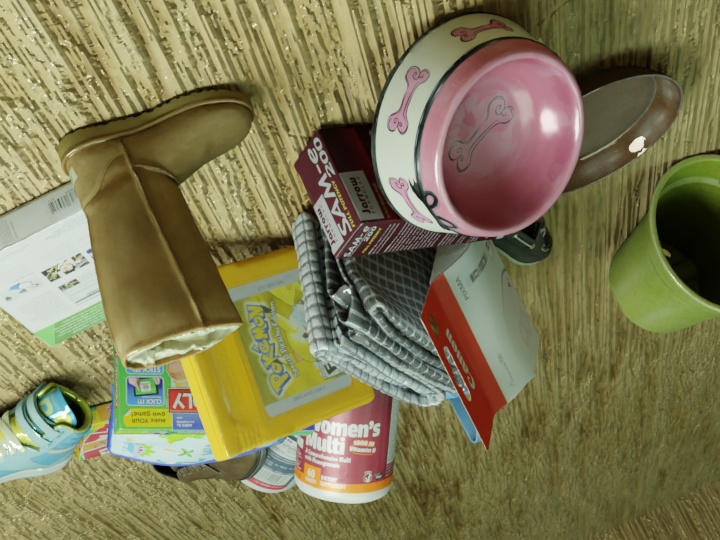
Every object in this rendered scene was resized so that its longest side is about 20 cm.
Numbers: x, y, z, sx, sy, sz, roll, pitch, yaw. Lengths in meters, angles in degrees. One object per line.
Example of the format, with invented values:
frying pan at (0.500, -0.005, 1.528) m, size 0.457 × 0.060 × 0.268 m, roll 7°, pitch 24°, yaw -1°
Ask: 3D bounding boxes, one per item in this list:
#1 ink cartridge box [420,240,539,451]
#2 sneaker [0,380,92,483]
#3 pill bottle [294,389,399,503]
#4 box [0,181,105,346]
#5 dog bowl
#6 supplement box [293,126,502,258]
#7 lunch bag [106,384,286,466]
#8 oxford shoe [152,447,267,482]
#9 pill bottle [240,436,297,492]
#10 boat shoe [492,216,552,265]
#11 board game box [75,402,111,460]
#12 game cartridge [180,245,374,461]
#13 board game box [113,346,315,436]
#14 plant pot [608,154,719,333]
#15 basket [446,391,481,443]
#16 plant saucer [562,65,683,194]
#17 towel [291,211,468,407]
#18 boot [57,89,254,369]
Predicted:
ink cartridge box at (0.123, 0.057, 1.388) m, size 0.057 × 0.163 × 0.200 m, roll -22°, pitch -159°, yaw 16°
sneaker at (-0.369, 0.170, 1.451) m, size 0.200 × 0.080 × 0.131 m, roll -14°, pitch 156°, yaw -45°
pill bottle at (-0.011, 0.141, 1.518) m, size 0.109 × 0.109 × 0.201 m, roll -5°, pitch 106°, yaw -37°
box at (-0.260, -0.005, 1.259) m, size 0.144 × 0.036 × 0.200 m, roll -26°, pitch 154°, yaw 1°
dog bowl at (0.111, -0.118, 1.215) m, size 0.200 × 0.074 × 0.201 m, roll -16°, pitch 119°, yaw -31°
supplement box at (0.050, -0.080, 1.312) m, size 0.199 × 0.109 × 0.061 m, roll -9°, pitch 152°, yaw -34°
lunch bag at (-0.172, 0.131, 1.495) m, size 0.199 × 0.128 × 0.170 m, roll -15°, pitch 154°, yaw -22°
oxford shoe at (-0.180, 0.220, 1.643) m, size 0.084 × 0.073 × 0.200 m, roll -8°, pitch 170°, yaw -40°
pill bottle at (-0.075, 0.169, 1.669) m, size 0.119 × 0.120 × 0.200 m, roll -4°, pitch 147°, yaw -38°
boat shoe at (0.165, -0.053, 1.523) m, size 0.057 × 0.067 × 0.200 m, roll -34°, pitch 151°, yaw 29°
board game box at (-0.232, 0.168, 1.636) m, size 0.199 × 0.030 × 0.096 m, roll -15°, pitch 154°, yaw -26°
game cartridge at (-0.088, 0.073, 1.367) m, size 0.200 × 0.177 × 0.032 m, roll -18°, pitch 177°, yaw -45°
board game box at (-0.145, 0.095, 1.389) m, size 0.199 × 0.135 × 0.029 m, roll 3°, pitch 162°, yaw -23°
plant pot at (0.401, -0.012, 1.706) m, size 0.200 × 0.201 × 0.184 m, roll -15°, pitch 164°, yaw -22°
basket at (0.105, 0.076, 1.600) m, size 0.139 × 0.177 × 0.200 m, roll -20°, pitch 136°, yaw -13°
plant saucer at (0.236, -0.147, 1.443) m, size 0.200 × 0.035 × 0.200 m, roll -21°, pitch 154°, yaw -11°
towel at (0.027, 0.027, 1.390) m, size 0.085 × 0.166 × 0.200 m, roll -29°, pitch 141°, yaw 26°
boot at (-0.137, -0.035, 1.116) m, size 0.175 × 0.200 × 0.066 m, roll -20°, pitch 155°, yaw -12°
